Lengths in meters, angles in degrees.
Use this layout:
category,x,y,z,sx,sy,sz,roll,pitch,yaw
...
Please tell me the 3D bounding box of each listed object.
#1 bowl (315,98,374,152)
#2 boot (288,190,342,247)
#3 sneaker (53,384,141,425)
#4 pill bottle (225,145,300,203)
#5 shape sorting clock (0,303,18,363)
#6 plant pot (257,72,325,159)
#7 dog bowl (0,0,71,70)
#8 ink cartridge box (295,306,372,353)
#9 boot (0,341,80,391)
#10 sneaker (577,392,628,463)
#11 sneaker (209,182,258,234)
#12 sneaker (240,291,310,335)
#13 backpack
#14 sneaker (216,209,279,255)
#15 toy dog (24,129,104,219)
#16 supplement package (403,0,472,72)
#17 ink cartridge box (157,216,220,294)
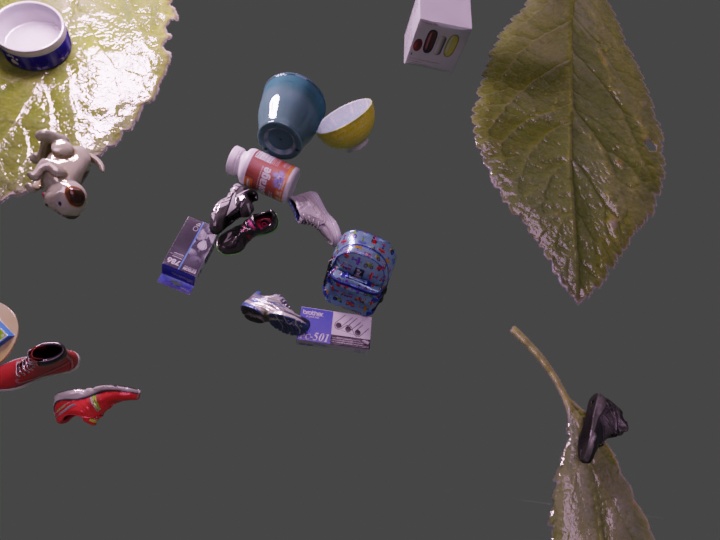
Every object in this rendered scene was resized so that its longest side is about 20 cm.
category,x,y,z,sx,sy,sz,roll,pitch,yaw
bowl,-0.031,-0.437,1.619,0.200,0.199,0.108,-46,124,-24
boot,-0.136,-0.140,1.496,0.094,0.074,0.201,-18,62,-33
sneaker,-0.613,0.317,1.213,0.196,0.077,0.086,-9,74,-4
pill bottle,-0.285,-0.285,1.511,0.197,0.112,0.113,23,64,-1
shape sorting clock,-0.920,0.162,1.226,0.196,0.039,0.203,3,62,-5
plant pot,-0.214,-0.439,1.524,0.197,0.201,0.190,14,53,-5
dog bowl,-0.991,-0.709,1.565,0.196,0.079,0.203,4,66,-9
ink cartridge box,-0.070,0.163,1.401,0.196,0.044,0.096,9,64,-7
boot,-0.765,0.214,1.179,0.197,0.145,0.073,-15,72,-16
sneaker,0.667,0.448,1.415,0.113,0.077,0.201,28,59,8
sneaker,-0.348,-0.171,1.445,0.089,0.067,0.201,12,46,12
sneaker,-0.215,0.101,1.365,0.197,0.078,0.086,18,50,15
backpack,0.000,0.000,1.388,0.180,0.201,0.136,23,45,-1
sneaker,-0.318,-0.115,1.447,0.199,0.084,0.077,-36,77,-23
toy dog,-0.794,-0.237,1.388,0.192,0.139,0.203,11,57,-48
supplement package,0.267,-0.837,1.815,0.188,0.201,0.150,6,65,-8
ink cartridge box,-0.467,-0.043,1.411,0.098,0.039,0.203,20,65,-3
